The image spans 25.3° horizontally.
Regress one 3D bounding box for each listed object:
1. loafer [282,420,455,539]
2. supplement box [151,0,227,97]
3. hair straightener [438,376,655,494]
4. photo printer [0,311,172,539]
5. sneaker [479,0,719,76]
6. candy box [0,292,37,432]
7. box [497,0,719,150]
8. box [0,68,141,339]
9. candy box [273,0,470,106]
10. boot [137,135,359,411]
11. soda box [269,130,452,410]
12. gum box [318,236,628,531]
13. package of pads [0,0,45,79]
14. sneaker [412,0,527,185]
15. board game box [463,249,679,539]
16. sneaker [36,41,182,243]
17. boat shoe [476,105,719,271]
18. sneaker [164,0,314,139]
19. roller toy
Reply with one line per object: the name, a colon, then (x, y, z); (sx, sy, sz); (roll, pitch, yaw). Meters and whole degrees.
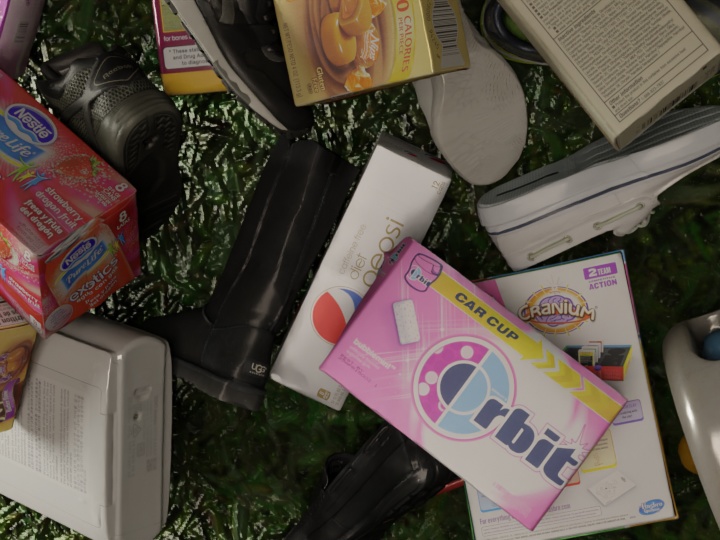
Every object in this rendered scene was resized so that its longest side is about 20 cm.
loafer: (-0.005, 0.175, 1.244); (0.201, 0.068, 0.071); (-44, 66, 36)
supplement box: (-0.083, -0.235, 1.183); (0.130, 0.103, 0.202); (-2, 100, 12)
hair straightener: (0.128, 0.108, 1.231); (0.199, 0.041, 0.077); (-19, 95, 14)
photo printer: (-0.232, 0.110, 1.253); (0.199, 0.069, 0.168); (14, 107, 41)
sneaker: (0.180, -0.169, 1.153); (0.198, 0.081, 0.074); (3, 100, 11)
candy box: (-0.324, 0.021, 1.236); (0.200, 0.056, 0.117); (50, 134, 32)
box: (0.145, -0.189, 1.077); (0.095, 0.078, 0.201); (-37, 81, 7)
box: (-0.257, -0.060, 1.171); (0.200, 0.095, 0.100); (40, 148, 23)
candy box: (-0.005, -0.219, 1.067); (0.115, 0.055, 0.202); (-9, 94, 33)
boot: (-0.092, -0.010, 1.233); (0.164, 0.065, 0.201); (20, 91, 49)
soda box: (0.000, 0.000, 1.222); (0.063, 0.068, 0.201); (24, 103, -2)
gum box: (0.075, 0.077, 1.143); (0.200, 0.066, 0.114); (37, 91, 5)
package of pads: (-0.293, -0.258, 1.235); (0.120, 0.076, 0.201); (20, 103, 7)
sneaker: (0.059, -0.158, 1.188); (0.075, 0.089, 0.201); (-31, 119, -5)
board game box: (0.143, 0.098, 1.196); (0.152, 0.040, 0.202); (-11, 81, 10)
sneaker: (-0.190, -0.097, 1.217); (0.076, 0.200, 0.115); (-26, 66, -22)
boat shoe: (0.187, -0.059, 1.186); (0.199, 0.074, 0.067); (-20, 110, 23)
sneaker: (-0.080, -0.188, 1.103); (0.087, 0.076, 0.201); (-36, 92, 8)
roller toy: (0.292, 0.111, 1.129); (0.139, 0.200, 0.184); (-20, 60, 13)
